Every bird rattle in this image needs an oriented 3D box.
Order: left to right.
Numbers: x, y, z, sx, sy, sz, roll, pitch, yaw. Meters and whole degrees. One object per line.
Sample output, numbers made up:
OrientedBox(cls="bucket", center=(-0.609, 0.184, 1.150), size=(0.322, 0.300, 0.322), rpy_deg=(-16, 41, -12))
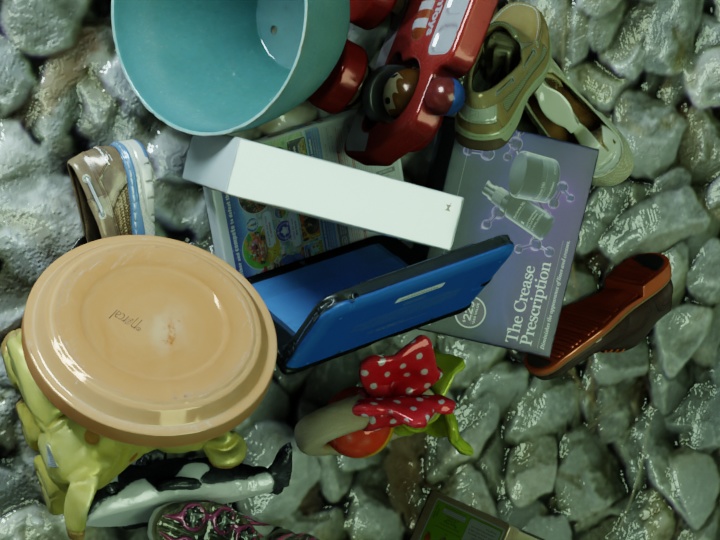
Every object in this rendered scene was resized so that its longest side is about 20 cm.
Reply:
OrientedBox(cls="bird rattle", center=(0.020, 0.133, 1.697), size=(0.113, 0.163, 0.200), rpy_deg=(69, 17, 7))

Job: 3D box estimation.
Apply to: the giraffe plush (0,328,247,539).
OrientedBox(cls="giraffe plush", center=(-0.184, 0.109, 1.528), size=(0.162, 0.200, 0.173), rpy_deg=(-17, 107, -16))

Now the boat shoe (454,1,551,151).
OrientedBox(cls="boat shoe", center=(0.132, -0.194, 1.728), size=(0.200, 0.072, 0.076), rpy_deg=(-72, 162, -47))

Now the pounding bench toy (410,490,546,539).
OrientedBox(cls="pounding bench toy", center=(0.156, 0.316, 1.826), size=(0.156, 0.200, 0.124), rpy_deg=(27, 84, -35))

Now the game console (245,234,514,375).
OrientedBox(cls="game console", center=(0.000, 0.000, 1.625), size=(0.200, 0.171, 0.118), rpy_deg=(-20, 70, -31))

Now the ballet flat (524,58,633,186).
OrientedBox(cls="ballet flat", center=(0.203, -0.136, 1.844), size=(0.067, 0.062, 0.200), rpy_deg=(-43, 122, 10))

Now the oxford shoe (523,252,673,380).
OrientedBox(cls="oxford shoe", center=(0.247, 0.062, 1.918), size=(0.200, 0.071, 0.073), rpy_deg=(-34, 122, -25))

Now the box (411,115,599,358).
OrientedBox(cls="box", center=(0.126, -0.033, 1.779), size=(0.141, 0.079, 0.200), rpy_deg=(12, 93, -10))

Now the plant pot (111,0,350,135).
OrientedBox(cls="plant pot", center=(-0.085, -0.211, 1.565), size=(0.135, 0.200, 0.200), rpy_deg=(-7, 105, -55))

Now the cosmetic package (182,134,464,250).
OrientedBox(cls="cosmetic package", center=(-0.034, -0.069, 1.596), size=(0.200, 0.151, 0.052), rpy_deg=(14, 90, -19))

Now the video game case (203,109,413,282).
OrientedBox(cls="video game case", center=(-0.045, -0.060, 1.717), size=(0.200, 0.018, 0.143), rpy_deg=(-20, 111, -30))

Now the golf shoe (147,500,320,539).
OrientedBox(cls="golf shoe", center=(-0.121, 0.244, 1.672), size=(0.200, 0.092, 0.073), rpy_deg=(28, 76, -45))

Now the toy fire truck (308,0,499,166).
OrientedBox(cls="toy fire truck", center=(0.051, -0.187, 1.651), size=(0.112, 0.168, 0.200), rpy_deg=(25, 82, -24))

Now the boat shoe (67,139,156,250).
OrientedBox(cls="boat shoe", center=(-0.208, -0.006, 1.589), size=(0.072, 0.072, 0.200), rpy_deg=(-10, 100, -25))

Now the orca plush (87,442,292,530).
OrientedBox(cls="orca plush", center=(-0.156, 0.169, 1.655), size=(0.200, 0.105, 0.071), rpy_deg=(-12, 71, -17))

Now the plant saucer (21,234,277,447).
OrientedBox(cls="plant saucer", center=(-0.162, 0.048, 1.486), size=(0.200, 0.200, 0.032), rpy_deg=(-19, 147, -31))
